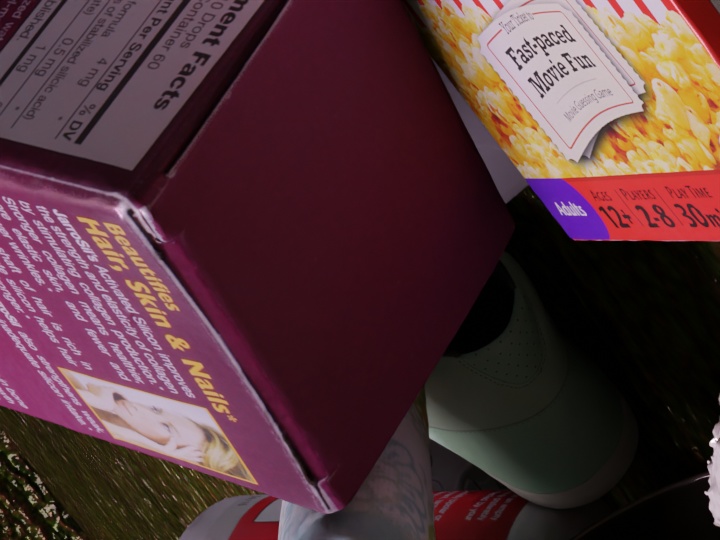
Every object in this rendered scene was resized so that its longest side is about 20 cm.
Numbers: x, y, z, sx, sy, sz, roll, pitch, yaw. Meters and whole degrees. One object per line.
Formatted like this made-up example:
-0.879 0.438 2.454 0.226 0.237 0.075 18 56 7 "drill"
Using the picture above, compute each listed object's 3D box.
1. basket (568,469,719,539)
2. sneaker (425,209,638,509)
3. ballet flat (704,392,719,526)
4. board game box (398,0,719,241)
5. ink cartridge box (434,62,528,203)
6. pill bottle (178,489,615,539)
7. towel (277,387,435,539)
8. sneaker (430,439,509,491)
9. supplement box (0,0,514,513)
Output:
0.149 0.168 0.747 0.180 0.136 0.200 -23 125 31 "basket"
0.000 0.000 0.883 0.200 0.074 0.118 26 162 37 "sneaker"
0.126 0.019 0.591 0.072 0.072 0.200 48 165 4 "ballet flat"
0.033 -0.097 0.569 0.200 0.046 0.151 52 167 -11 "board game box"
-0.034 -0.070 0.815 0.115 0.068 0.200 55 166 -21 "ink cartridge box"
0.036 0.135 0.910 0.200 0.112 0.112 -4 136 28 "pill bottle"
-0.005 0.121 0.757 0.171 0.048 0.200 -95 7 -64 "towel"
0.032 0.070 1.020 0.200 0.078 0.099 56 176 -6 "sneaker"
-0.081 -0.033 0.673 0.200 0.103 0.131 15 150 34 "supplement box"
